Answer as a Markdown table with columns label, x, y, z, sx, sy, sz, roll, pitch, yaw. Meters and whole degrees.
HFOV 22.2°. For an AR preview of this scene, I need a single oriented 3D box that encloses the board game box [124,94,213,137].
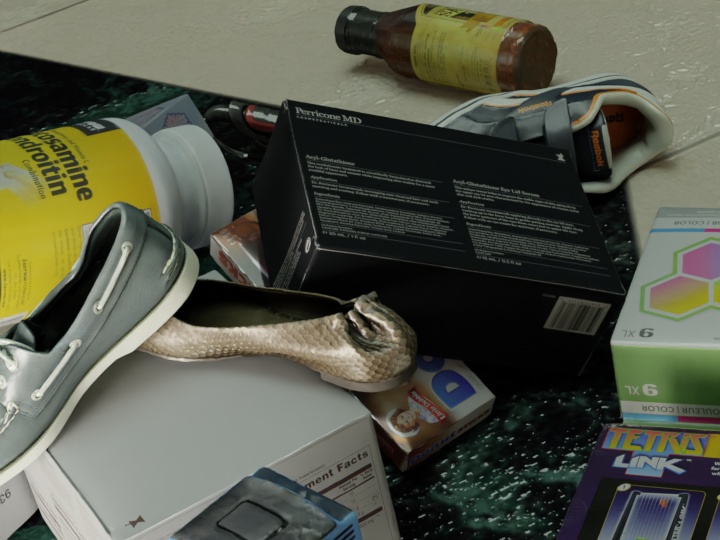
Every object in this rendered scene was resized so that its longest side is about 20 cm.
| label | x | y | z | sx | sy | sz | roll | pitch | yaw |
| --- | --- | --- | --- | --- | --- | --- | --- | --- | --- |
| board game box | -0.234 | -0.043 | 1.335 | 0.199 | 0.041 | 0.199 | -14 | 22 | 47 |

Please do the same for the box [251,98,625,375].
| label | x | y | z | sx | sy | sz | roll | pitch | yaw |
| --- | --- | --- | --- | --- | --- | --- | --- | --- | --- |
| box | 0.044 | -0.020 | 1.127 | 0.198 | 0.079 | 0.142 | 9 | 42 | -19 |

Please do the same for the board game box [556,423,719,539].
| label | x | y | z | sx | sy | sz | roll | pitch | yaw |
| --- | --- | --- | --- | --- | --- | --- | --- | --- | --- |
| board game box | 0.198 | 0.153 | 0.919 | 0.198 | 0.057 | 0.166 | 2 | 33 | 25 |

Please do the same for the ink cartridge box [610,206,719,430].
| label | x | y | z | sx | sy | sz | roll | pitch | yaw |
| --- | --- | --- | --- | --- | --- | --- | --- | --- | --- |
| ink cartridge box | 0.209 | 0.040 | 1.085 | 0.103 | 0.060 | 0.200 | 2 | 35 | 23 |

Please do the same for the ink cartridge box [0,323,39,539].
| label | x | y | z | sx | sy | sz | roll | pitch | yaw |
| --- | --- | --- | --- | --- | --- | --- | --- | --- | --- |
| ink cartridge box | -0.275 | 0.086 | 1.176 | 0.199 | 0.084 | 0.145 | 9 | 37 | 33 |

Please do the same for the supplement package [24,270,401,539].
| label | x | y | z | sx | sy | sz | roll | pitch | yaw |
| --- | --- | --- | --- | --- | --- | --- | --- | --- | --- |
| supplement package | -0.094 | 0.112 | 1.042 | 0.155 | 0.112 | 0.200 | -26 | 34 | -19 |

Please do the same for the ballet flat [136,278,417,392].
| label | x | y | z | sx | sy | sz | roll | pitch | yaw |
| --- | --- | --- | --- | --- | --- | --- | --- | --- | --- |
| ballet flat | -0.057 | 0.025 | 1.015 | 0.199 | 0.047 | 0.067 | 10 | 37 | 32 |

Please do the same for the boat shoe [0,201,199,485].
| label | x | y | z | sx | sy | sz | roll | pitch | yaw |
| --- | --- | --- | --- | --- | --- | --- | --- | --- | --- |
| boat shoe | -0.178 | 0.043 | 1.002 | 0.200 | 0.062 | 0.073 | -44 | 41 | -2 |

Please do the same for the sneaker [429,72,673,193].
| label | x | y | z | sx | sy | sz | roll | pitch | yaw |
| --- | --- | --- | --- | --- | --- | --- | --- | --- | --- |
| sneaker | 0.128 | -0.088 | 1.298 | 0.199 | 0.079 | 0.079 | -21 | 27 | -15 |

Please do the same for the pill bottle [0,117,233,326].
| label | x | y | z | sx | sy | sz | roll | pitch | yaw |
| --- | --- | --- | --- | --- | --- | --- | --- | --- | --- |
| pill bottle | -0.184 | -0.034 | 1.165 | 0.199 | 0.113 | 0.112 | -17 | 28 | -35 |

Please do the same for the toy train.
| label | x | y | z | sx | sy | sz | roll | pitch | yaw |
| --- | --- | --- | --- | --- | --- | --- | --- | --- | --- |
| toy train | -0.075 | 0.189 | 0.871 | 0.086 | 0.115 | 0.200 | 19 | 44 | 41 |

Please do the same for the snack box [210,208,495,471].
| label | x | y | z | sx | sy | sz | roll | pitch | yaw |
| --- | --- | --- | --- | --- | --- | --- | --- | --- | --- |
| snack box | -0.008 | 0.033 | 1.138 | 0.072 | 0.024 | 0.200 | -30 | 61 | -26 |

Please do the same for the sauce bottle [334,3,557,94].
| label | x | y | z | sx | sy | sz | roll | pitch | yaw |
| --- | --- | --- | --- | --- | --- | --- | --- | --- | --- |
| sauce bottle | 0.063 | -0.182 | 1.483 | 0.199 | 0.066 | 0.066 | 17 | 43 | 37 |

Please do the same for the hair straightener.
| label | x | y | z | sx | sy | sz | roll | pitch | yaw |
| --- | --- | --- | --- | --- | --- | --- | --- | --- | --- |
| hair straightener | -0.033 | -0.081 | 1.359 | 0.198 | 0.077 | 0.041 | 7 | 54 | 4 |
